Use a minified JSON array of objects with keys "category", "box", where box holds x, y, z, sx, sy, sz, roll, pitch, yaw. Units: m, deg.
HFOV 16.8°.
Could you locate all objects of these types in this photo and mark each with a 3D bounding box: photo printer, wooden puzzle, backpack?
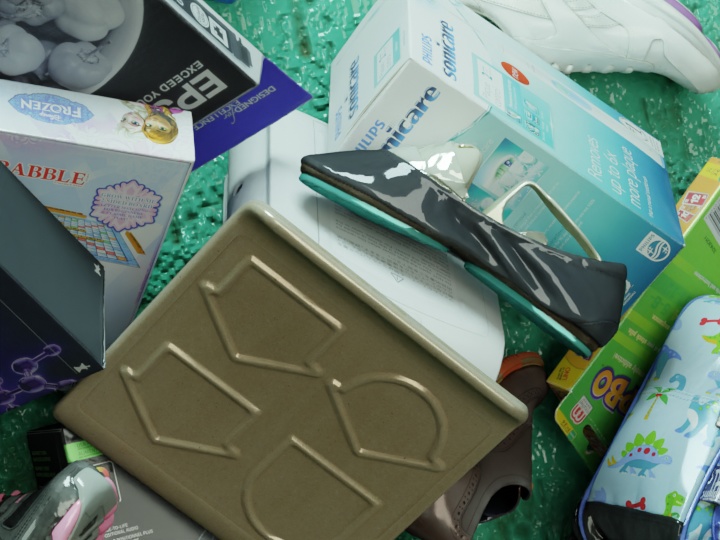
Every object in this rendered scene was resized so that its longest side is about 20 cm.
[{"category":"photo printer","box":[0.000,0.000,1.385,0.166,0.200,0.070,26,115,-17]},{"category":"wooden puzzle","box":[-0.037,0.068,1.290,0.185,0.200,0.046,38,34,-13]},{"category":"backpack","box":[0.246,0.126,1.472,0.183,0.147,0.201,47,60,-41]}]

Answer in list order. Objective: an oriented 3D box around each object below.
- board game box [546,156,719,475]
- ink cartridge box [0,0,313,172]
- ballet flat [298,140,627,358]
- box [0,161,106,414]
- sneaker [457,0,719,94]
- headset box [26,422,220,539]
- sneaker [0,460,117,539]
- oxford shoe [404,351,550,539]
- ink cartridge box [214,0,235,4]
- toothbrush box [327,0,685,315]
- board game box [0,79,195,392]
[{"category":"board game box","box":[0.188,0.035,1.514,0.200,0.030,0.096,-54,134,-18]},{"category":"ink cartridge box","box":[-0.158,-0.088,1.311,0.200,0.198,0.044,39,32,-40]},{"category":"ballet flat","box":[0.063,-0.028,1.341,0.200,0.073,0.073,31,76,-8]},{"category":"box","box":[-0.240,-0.005,1.241,0.141,0.079,0.200,-26,134,17]},{"category":"sneaker","box":[0.132,-0.150,1.518,0.199,0.075,0.100,27,95,-14]},{"category":"headset box","box":[-0.082,0.154,1.396,0.173,0.093,0.201,-12,89,-21]},{"category":"sneaker","box":[-0.210,0.151,1.315,0.095,0.200,0.079,50,35,5]},{"category":"oxford shoe","box":[0.070,0.109,1.424,0.073,0.071,0.200,46,34,5]},{"category":"ink cartridge box","box":[-0.147,-0.249,1.409,0.199,0.086,0.147,9,83,-20]},{"category":"toothbrush box","box":[0.082,-0.070,1.432,0.200,0.147,0.085,33,113,-14]},{"category":"board game box","box":[-0.210,-0.020,1.315,0.199,0.200,0.041,9,46,-17]}]
